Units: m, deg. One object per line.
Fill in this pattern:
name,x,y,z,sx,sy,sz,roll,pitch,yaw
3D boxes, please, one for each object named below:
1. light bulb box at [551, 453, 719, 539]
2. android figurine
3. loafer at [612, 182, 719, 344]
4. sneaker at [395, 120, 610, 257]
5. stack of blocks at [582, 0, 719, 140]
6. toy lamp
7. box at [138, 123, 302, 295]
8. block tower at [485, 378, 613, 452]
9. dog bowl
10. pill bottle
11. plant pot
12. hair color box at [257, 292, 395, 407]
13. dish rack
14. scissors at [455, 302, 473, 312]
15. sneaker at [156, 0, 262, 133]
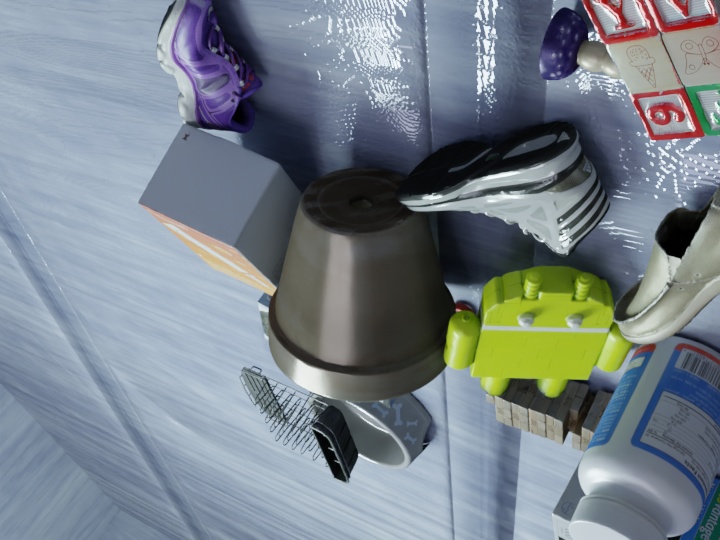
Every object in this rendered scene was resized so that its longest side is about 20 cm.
light bulb box,0.339,0.313,1.099,0.199,0.125,0.199,20,148,30
android figurine,0.173,0.061,0.926,0.180,0.041,0.201,3,144,-3
loafer,0.256,-0.010,0.759,0.068,0.076,0.200,37,143,0
sneaker,0.124,-0.052,0.834,0.200,0.076,0.116,-6,129,49
stack of blocks,0.180,-0.172,0.451,0.058,0.200,0.115,3,138,49
toy lamp,0.219,-0.123,0.640,0.199,0.058,0.058,24,150,26
box,-0.126,-0.054,1.035,0.124,0.098,0.200,24,168,22
block tower,0.239,0.160,1.043,0.199,0.054,0.058,19,147,24
dog bowl,0.010,0.212,1.391,0.199,0.059,0.201,28,152,17
pill bottle,0.266,0.168,0.877,0.112,0.201,0.113,27,152,16
plant pot,0.000,0.000,0.965,0.199,0.200,0.175,21,133,27
hair color box,-0.033,0.089,1.246,0.199,0.061,0.099,27,151,18
dish rack,-0.097,0.218,1.403,0.199,0.055,0.154,21,148,28
scissors,0.146,0.107,1.126,0.073,0.014,0.201,17,148,28
sneaker,-0.137,-0.203,0.925,0.083,0.081,0.200,15,158,10
